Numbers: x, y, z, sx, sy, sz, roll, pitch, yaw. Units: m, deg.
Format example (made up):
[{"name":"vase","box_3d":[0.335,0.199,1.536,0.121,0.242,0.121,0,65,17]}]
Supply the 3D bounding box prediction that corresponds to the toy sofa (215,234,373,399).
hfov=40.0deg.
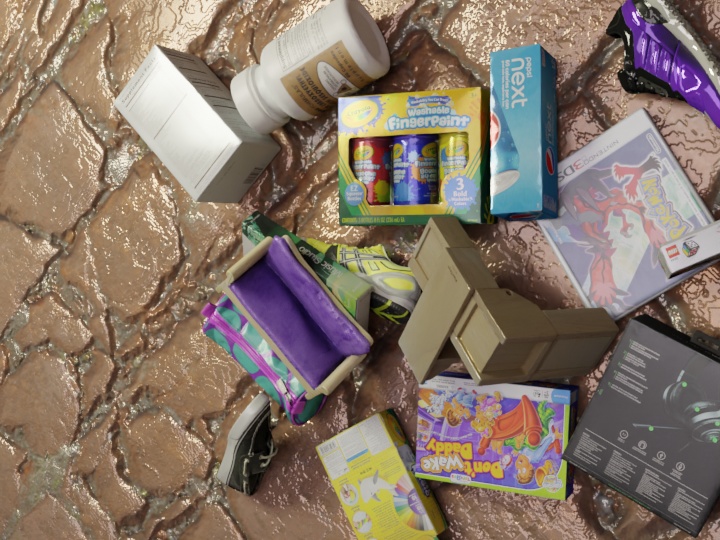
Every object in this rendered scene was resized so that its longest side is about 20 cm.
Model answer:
[{"name":"toy sofa","box_3d":[-0.083,0.059,1.258,0.201,0.083,0.097,51,148,-4]}]

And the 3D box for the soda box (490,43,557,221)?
[{"name":"soda box","box_3d":[0.198,-0.164,1.201,0.067,0.064,0.203,-3,82,29]}]

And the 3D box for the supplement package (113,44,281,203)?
[{"name":"supplement package","box_3d":[-0.230,-0.204,1.391,0.114,0.109,0.200,-47,73,19]}]

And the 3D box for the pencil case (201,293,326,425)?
[{"name":"pencil case","box_3d":[-0.128,0.116,1.363,0.200,0.092,0.085,41,107,19]}]

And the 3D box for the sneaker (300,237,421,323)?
[{"name":"sneaker","box_3d":[0.000,0.000,1.322,0.199,0.076,0.077,27,70,25]}]

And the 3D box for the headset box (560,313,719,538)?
[{"name":"headset box","box_3d":[0.356,0.166,1.135,0.173,0.093,0.202,27,102,22]}]

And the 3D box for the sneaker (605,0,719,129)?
[{"name":"sneaker","box_3d":[0.355,-0.228,1.144,0.099,0.069,0.201,-39,72,28]}]

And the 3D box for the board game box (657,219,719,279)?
[{"name":"board game box","box_3d":[0.419,-0.046,1.063,0.198,0.126,0.035,-24,81,14]}]

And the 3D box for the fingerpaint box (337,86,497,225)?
[{"name":"fingerpaint box","box_3d":[0.072,-0.142,1.271,0.198,0.073,0.169,1,92,25]}]

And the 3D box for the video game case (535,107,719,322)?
[{"name":"video game case","box_3d":[0.314,-0.061,1.187,0.181,0.023,0.201,-34,78,22]}]

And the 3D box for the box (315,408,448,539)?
[{"name":"box","box_3d":[0.034,0.299,1.315,0.117,0.048,0.202,-31,77,26]}]

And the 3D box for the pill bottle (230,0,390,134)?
[{"name":"pill bottle","box_3d":[-0.069,-0.266,1.312,0.199,0.114,0.115,-27,80,23]}]

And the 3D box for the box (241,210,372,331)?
[{"name":"box","box_3d":[-0.074,0.024,1.319,0.199,0.036,0.145,31,145,22]}]

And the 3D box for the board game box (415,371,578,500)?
[{"name":"board game box","box_3d":[0.170,0.205,1.250,0.198,0.045,0.136,3,93,25]}]

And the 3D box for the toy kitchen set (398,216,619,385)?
[{"name":"toy kitchen set","box_3d":[0.165,0.062,1.221,0.201,0.179,0.164,62,140,38]}]

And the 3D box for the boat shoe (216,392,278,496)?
[{"name":"boat shoe","box_3d":[-0.145,0.242,1.361,0.063,0.071,0.201,34,138,11]}]
